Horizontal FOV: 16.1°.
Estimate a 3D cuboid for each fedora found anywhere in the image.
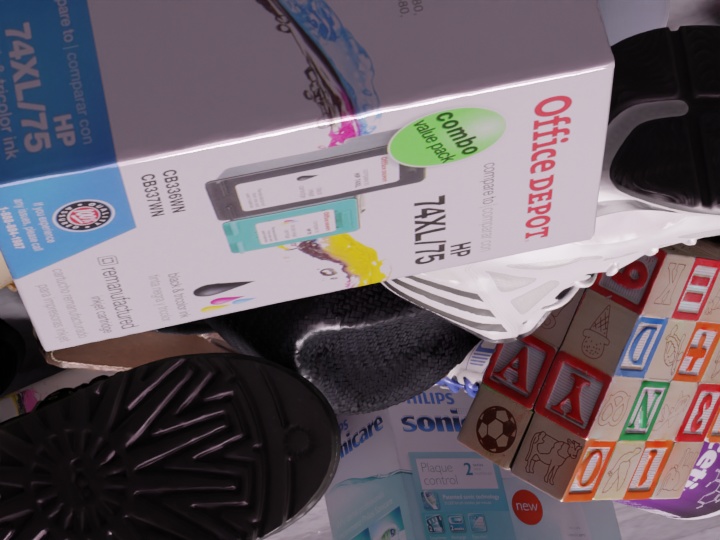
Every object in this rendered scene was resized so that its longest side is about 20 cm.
[{"bbox_3d":[0.000,0.000,1.074,0.200,0.092,0.201,-26,156,-13],"label":"fedora"}]

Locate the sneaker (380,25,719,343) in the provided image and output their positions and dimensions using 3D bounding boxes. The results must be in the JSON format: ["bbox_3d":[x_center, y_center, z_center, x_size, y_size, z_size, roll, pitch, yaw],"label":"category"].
[{"bbox_3d":[0.095,-0.029,0.966,0.199,0.076,0.115,-7,157,-2],"label":"sneaker"}]

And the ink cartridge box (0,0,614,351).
[{"bbox_3d":[-0.029,-0.082,0.848,0.199,0.147,0.147,-12,158,-2],"label":"ink cartridge box"}]

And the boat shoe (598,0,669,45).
[{"bbox_3d":[0.021,-0.082,0.984,0.199,0.070,0.066,-25,-159,-17],"label":"boat shoe"}]

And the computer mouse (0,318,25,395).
[{"bbox_3d":[-0.240,0.014,1.118,0.199,0.046,0.141,-4,141,-25],"label":"computer mouse"}]

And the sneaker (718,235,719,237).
[{"bbox_3d":[0.204,-0.054,1.171,0.199,0.075,0.082,10,115,-34],"label":"sneaker"}]

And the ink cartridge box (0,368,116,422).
[{"bbox_3d":[-0.187,0.111,1.240,0.199,0.068,0.116,-23,172,-39],"label":"ink cartridge box"}]

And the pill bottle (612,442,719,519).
[{"bbox_3d":[0.153,0.069,1.351,0.112,0.113,0.200,-25,155,28],"label":"pill bottle"}]

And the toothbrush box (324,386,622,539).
[{"bbox_3d":[0.069,0.168,1.428,0.146,0.201,0.085,4,152,-32],"label":"toothbrush box"}]

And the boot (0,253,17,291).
[{"bbox_3d":[-0.162,0.004,1.046,0.155,0.073,0.200,-21,140,0],"label":"boot"}]

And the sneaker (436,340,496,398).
[{"bbox_3d":[0.058,0.036,1.256,0.199,0.089,0.075,-25,156,32],"label":"sneaker"}]

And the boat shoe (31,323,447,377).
[{"bbox_3d":[-0.052,0.033,1.195,0.201,0.075,0.075,-7,157,-1],"label":"boat shoe"}]

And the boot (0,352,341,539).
[{"bbox_3d":[-0.090,0.080,1.086,0.210,0.080,0.158,-12,179,18],"label":"boot"}]

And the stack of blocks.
[{"bbox_3d":[0.136,0.039,1.148,0.200,0.058,0.116,5,109,-57],"label":"stack of blocks"}]
